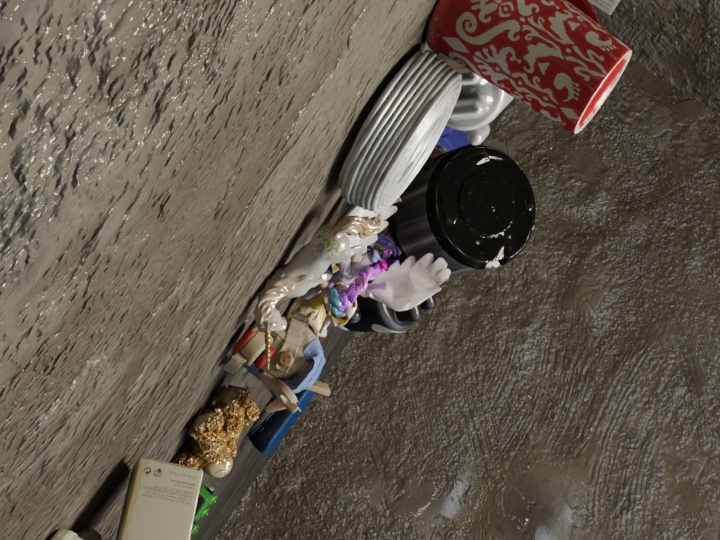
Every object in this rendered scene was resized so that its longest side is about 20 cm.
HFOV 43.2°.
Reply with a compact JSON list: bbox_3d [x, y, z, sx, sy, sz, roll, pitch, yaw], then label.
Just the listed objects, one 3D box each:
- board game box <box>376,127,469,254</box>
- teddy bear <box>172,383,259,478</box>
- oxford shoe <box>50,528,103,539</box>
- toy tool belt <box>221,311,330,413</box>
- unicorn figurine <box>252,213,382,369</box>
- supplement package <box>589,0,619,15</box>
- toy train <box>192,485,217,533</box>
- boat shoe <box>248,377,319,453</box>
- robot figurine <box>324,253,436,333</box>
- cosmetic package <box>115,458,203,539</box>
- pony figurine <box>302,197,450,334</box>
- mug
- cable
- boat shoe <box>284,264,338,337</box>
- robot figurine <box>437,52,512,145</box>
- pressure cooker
[{"bbox_3d":[0.098,-0.147,1.496,0.201,0.096,0.159,-59,174,29],"label":"board game box"},{"bbox_3d":[-0.195,0.230,1.242,0.145,0.066,0.201,-46,168,-53],"label":"teddy bear"},{"bbox_3d":[-0.282,0.301,0.913,0.076,0.057,0.200,-57,177,-20],"label":"oxford shoe"},{"bbox_3d":[-0.091,0.123,1.172,0.125,0.123,0.200,-47,175,1],"label":"toy tool belt"},{"bbox_3d":[-0.062,0.003,1.088,0.201,0.073,0.137,-58,166,16],"label":"unicorn figurine"},{"bbox_3d":[0.630,-0.782,2.281,0.153,0.150,0.200,-56,175,-9],"label":"supplement package"},{"bbox_3d":[-0.335,0.490,1.709,0.201,0.042,0.056,-57,165,10],"label":"toy train"},{"bbox_3d":[-0.168,0.294,1.943,0.201,0.068,0.084,-50,161,-11],"label":"boat shoe"},{"bbox_3d":[0.022,0.034,1.440,0.149,0.198,0.127,21,74,-45],"label":"robot figurine"},{"bbox_3d":[-0.221,0.306,0.936,0.104,0.072,0.203,131,-28,-63],"label":"cosmetic package"},{"bbox_3d":[0.000,0.000,1.240,0.193,0.167,0.200,-42,-165,-3],"label":"pony figurine"},{"bbox_3d":[0.204,-0.271,1.018,0.178,0.199,0.133,-51,166,-3],"label":"mug"},{"bbox_3d":[0.046,-0.159,1.071,0.201,0.069,0.200,-59,174,31],"label":"cable"},{"bbox_3d":[-0.081,0.081,1.373,0.201,0.069,0.074,-56,175,-2],"label":"boat shoe"},{"bbox_3d":[0.153,-0.258,1.228,0.200,0.111,0.172,-45,135,-61],"label":"robot figurine"},{"bbox_3d":[0.134,-0.079,1.313,0.177,0.178,0.200,-22,-179,-22],"label":"pressure cooker"}]
